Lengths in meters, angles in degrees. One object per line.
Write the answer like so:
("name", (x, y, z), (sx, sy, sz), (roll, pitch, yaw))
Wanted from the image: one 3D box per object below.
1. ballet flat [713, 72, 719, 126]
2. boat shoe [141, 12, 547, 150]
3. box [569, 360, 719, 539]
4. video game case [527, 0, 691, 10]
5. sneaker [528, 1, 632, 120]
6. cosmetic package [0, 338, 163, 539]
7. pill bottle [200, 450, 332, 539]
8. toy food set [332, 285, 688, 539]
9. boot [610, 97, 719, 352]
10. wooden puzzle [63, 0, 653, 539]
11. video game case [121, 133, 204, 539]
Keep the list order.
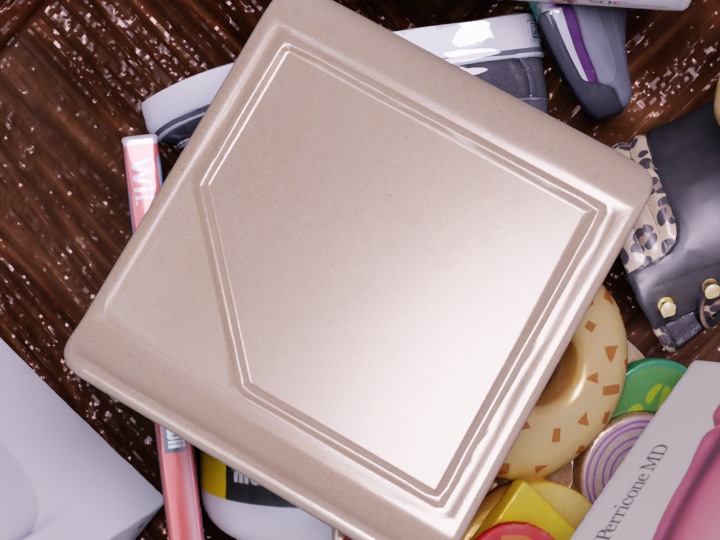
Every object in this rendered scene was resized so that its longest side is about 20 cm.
("ballet flat", (0.197, -0.138, 0.697), (0.068, 0.063, 0.201), (12, 83, 46))
("boat shoe", (-0.008, -0.073, 0.811), (0.199, 0.072, 0.068), (-9, 90, 9))
("box", (0.205, 0.122, 0.674), (0.199, 0.128, 0.109), (3, 131, 43))
("video game case", (0.061, -0.217, 0.742), (0.181, 0.023, 0.202), (5, 78, 6))
("sneaker", (0.107, -0.173, 0.768), (0.087, 0.074, 0.201), (-18, 88, 11))
("cosmetic package", (-0.241, 0.113, 0.810), (0.200, 0.199, 0.123), (44, 116, 9))
("pill bottle", (-0.020, 0.063, 0.797), (0.112, 0.112, 0.202), (1, 94, 16))
("toy food set", (0.081, 0.110, 0.757), (0.198, 0.049, 0.200), (43, 71, -19))
("boot", (0.201, -0.002, 0.749), (0.150, 0.073, 0.201), (-25, 83, 15))
("wooden puzzle", (0.000, 0.000, 0.714), (0.184, 0.037, 0.201), (29, 78, 9))
("video game case", (-0.093, 0.040, 0.804), (0.017, 0.143, 0.202), (-7, 92, -6))
